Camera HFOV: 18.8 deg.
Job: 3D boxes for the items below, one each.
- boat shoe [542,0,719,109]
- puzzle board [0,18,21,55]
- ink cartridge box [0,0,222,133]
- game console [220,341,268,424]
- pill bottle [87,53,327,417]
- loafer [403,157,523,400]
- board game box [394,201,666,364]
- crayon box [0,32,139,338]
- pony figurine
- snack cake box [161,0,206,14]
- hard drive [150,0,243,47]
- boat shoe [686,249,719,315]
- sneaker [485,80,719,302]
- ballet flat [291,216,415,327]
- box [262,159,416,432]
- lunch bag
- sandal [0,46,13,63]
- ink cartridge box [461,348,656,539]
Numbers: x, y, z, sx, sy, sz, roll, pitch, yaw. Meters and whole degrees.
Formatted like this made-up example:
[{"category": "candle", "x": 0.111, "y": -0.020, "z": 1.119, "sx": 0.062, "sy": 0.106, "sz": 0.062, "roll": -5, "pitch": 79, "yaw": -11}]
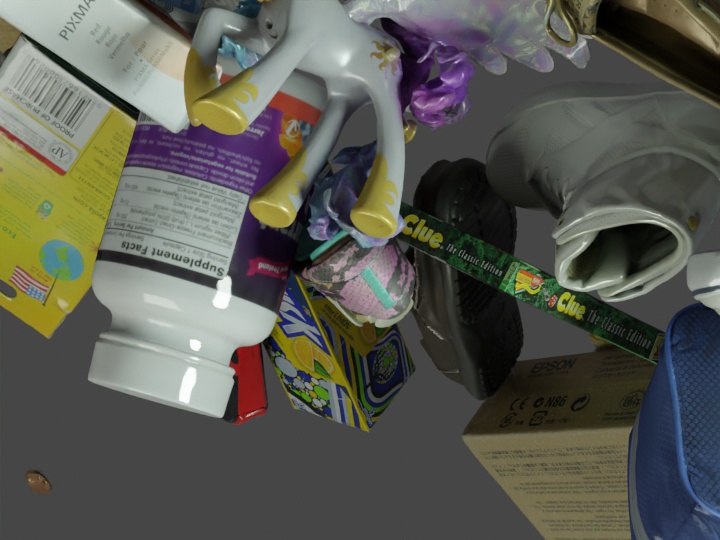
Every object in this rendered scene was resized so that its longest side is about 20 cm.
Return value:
[{"category": "boat shoe", "x": 0.138, "y": -0.131, "z": 1.046, "sx": 0.200, "sy": 0.063, "sz": 0.073, "roll": 27, "pitch": 149, "yaw": 18}, {"category": "puzzle board", "x": -0.216, "y": -0.190, "z": 1.385, "sx": 0.150, "sy": 0.017, "sz": 0.200, "roll": 7, "pitch": 138, "yaw": 48}, {"category": "ink cartridge box", "x": -0.178, "y": -0.163, "z": 1.169, "sx": 0.200, "sy": 0.050, "sz": 0.162, "roll": 37, "pitch": -175, "yaw": -24}, {"category": "game console", "x": -0.128, "y": -0.001, "z": 1.481, "sx": 0.200, "sy": 0.031, "sz": 0.177, "roll": 48, "pitch": 155, "yaw": 26}, {"category": "pill bottle", "x": -0.092, "y": -0.021, "z": 1.263, "sx": 0.111, "sy": 0.201, "sz": 0.111, "roll": 16, "pitch": 174, "yaw": 2}, {"category": "loafer", "x": 0.050, "y": 0.005, "z": 1.318, "sx": 0.071, "sy": 0.073, "sz": 0.200, "roll": 23, "pitch": 146, "yaw": 25}, {"category": "board game box", "x": 0.096, "y": 0.008, "z": 1.212, "sx": 0.105, "sy": 0.024, "sz": 0.200, "roll": 24, "pitch": 180, "yaw": 37}, {"category": "crayon box", "x": -0.200, "y": -0.060, "z": 1.389, "sx": 0.127, "sy": 0.051, "sz": 0.200, "roll": 36, "pitch": 128, "yaw": -8}, {"category": "pony figurine", "x": 0.001, "y": -0.112, "z": 1.127, "sx": 0.193, "sy": 0.200, "sz": 0.166, "roll": 34, "pitch": 145, "yaw": -24}, {"category": "snack cake box", "x": -0.109, "y": -0.240, "z": 1.102, "sx": 0.115, "sy": 0.067, "sz": 0.200, "roll": 21, "pitch": 138, "yaw": 4}, {"category": "hard drive", "x": -0.124, "y": -0.205, "z": 1.252, "sx": 0.139, "sy": 0.038, "sz": 0.200, "roll": 12, "pitch": 142, "yaw": 38}, {"category": "boat shoe", "x": 0.238, "y": 0.029, "z": 1.048, "sx": 0.200, "sy": 0.070, "sz": 0.071, "roll": 9, "pitch": 169, "yaw": -37}, {"category": "sneaker", "x": 0.116, "y": -0.039, "z": 1.147, "sx": 0.074, "sy": 0.116, "sz": 0.200, "roll": 48, "pitch": 150, "yaw": -22}, {"category": "ballet flat", "x": 0.000, "y": 0.000, "z": 1.270, "sx": 0.071, "sy": 0.069, "sz": 0.200, "roll": 57, "pitch": 180, "yaw": -7}, {"category": "box", "x": -0.033, "y": 0.012, "z": 1.428, "sx": 0.070, "sy": 0.064, "sz": 0.200, "roll": 14, "pitch": 143, "yaw": 35}, {"category": "lunch bag", "x": 0.244, "y": 0.106, "z": 1.156, "sx": 0.199, "sy": 0.136, "sz": 0.132, "roll": 5, "pitch": 147, "yaw": -4}, {"category": "sandal", "x": -0.211, "y": -0.063, "z": 1.462, "sx": 0.080, "sy": 0.057, "sz": 0.201, "roll": 44, "pitch": 153, "yaw": 34}, {"category": "ink cartridge box", "x": 0.187, "y": 0.128, "z": 1.343, "sx": 0.200, "sy": 0.075, "sz": 0.165, "roll": -9, "pitch": 128, "yaw": 51}]
